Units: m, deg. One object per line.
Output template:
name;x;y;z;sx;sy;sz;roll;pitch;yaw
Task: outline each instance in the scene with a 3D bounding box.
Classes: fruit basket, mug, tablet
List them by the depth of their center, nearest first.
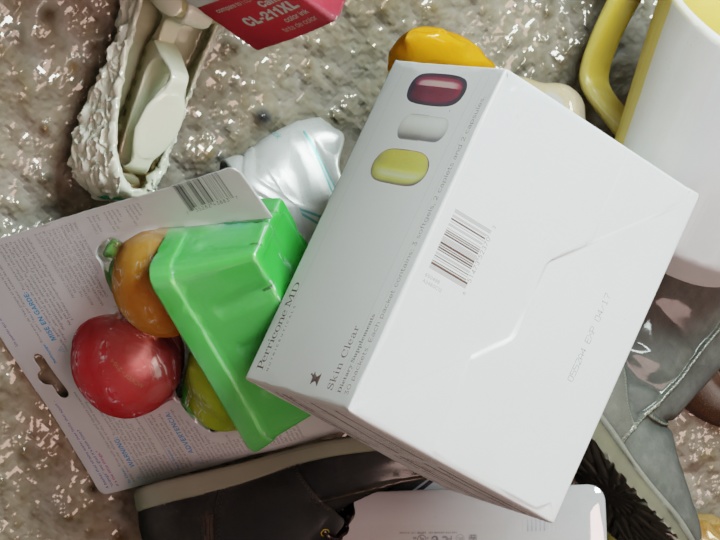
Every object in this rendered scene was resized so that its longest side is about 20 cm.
fruit basket;-0.109;0.035;1.554;0.186;0.199;0.094;60;35;-25
mug;0.214;-0.085;1.587;0.149;0.187;0.154;18;117;-12
tablet;0.049;0.196;1.622;0.199;0.014;0.131;-2;89;5

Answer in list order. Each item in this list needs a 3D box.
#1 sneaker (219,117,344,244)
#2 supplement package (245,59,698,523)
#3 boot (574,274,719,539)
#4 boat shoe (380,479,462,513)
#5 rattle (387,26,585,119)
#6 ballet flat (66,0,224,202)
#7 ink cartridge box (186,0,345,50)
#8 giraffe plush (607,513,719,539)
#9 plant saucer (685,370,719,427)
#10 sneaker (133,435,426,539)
sneaker;0.000;0.000;1.605;0.080;0.070;0.201;-35;106;-12
supplement package;0.061;0.009;1.477;0.156;0.111;0.201;30;80;-31
boot;0.207;0.063;1.676;0.200;0.072;0.182;-51;128;-26
boat shoe;0.036;0.127;1.673;0.199;0.068;0.074;-35;162;3
rattle;0.063;-0.024;1.570;0.130;0.143;0.201;13;85;7
ballet flat;-0.106;-0.128;1.536;0.072;0.072;0.201;15;100;-26
ink cartridge box;-0.085;-0.238;1.470;0.200;0.083;0.146;33;66;-28
giraffe plush;0.201;0.262;1.729;0.172;0.162;0.200;28;95;-30
plant saucer;0.279;0.015;1.761;0.199;0.032;0.201;-7;108;-21
sneaker;-0.028;0.157;1.590;0.199;0.075;0.107;-15;85;16
